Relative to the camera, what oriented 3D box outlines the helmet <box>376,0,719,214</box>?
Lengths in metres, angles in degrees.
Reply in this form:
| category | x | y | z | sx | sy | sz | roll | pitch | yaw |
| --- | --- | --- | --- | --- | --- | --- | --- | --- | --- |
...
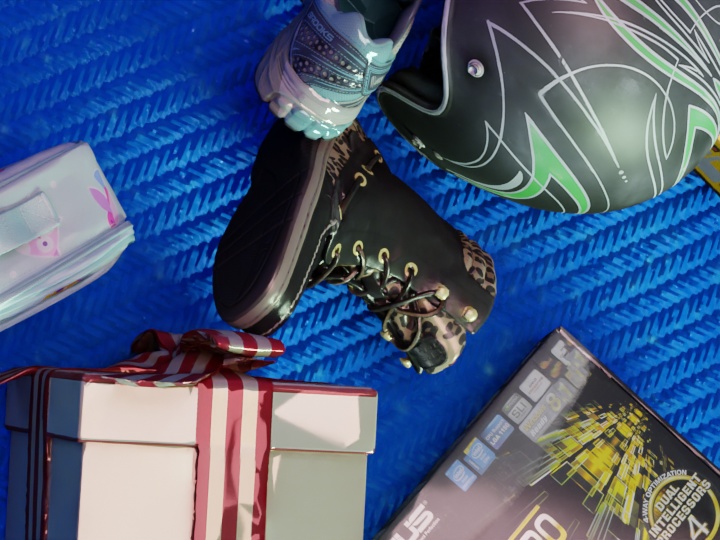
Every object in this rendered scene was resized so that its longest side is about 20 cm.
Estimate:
| category | x | y | z | sx | sy | sz | roll | pitch | yaw |
| --- | --- | --- | --- | --- | --- | --- | --- | --- | --- |
| helmet | 0.117 | -0.126 | 1.616 | 0.199 | 0.190 | 0.201 | 2 | 84 | -26 |

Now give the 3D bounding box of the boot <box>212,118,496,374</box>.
| category | x | y | z | sx | sy | sz | roll | pitch | yaw |
| --- | --- | --- | --- | --- | --- | --- | --- | --- | --- |
| boot | 0.000 | 0.000 | 1.593 | 0.151 | 0.073 | 0.200 | 43 | 29 | -19 |

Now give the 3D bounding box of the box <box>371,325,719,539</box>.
| category | x | y | z | sx | sy | sz | roll | pitch | yaw |
| --- | --- | --- | --- | --- | --- | --- | --- | --- | --- |
| box | 0.108 | 0.159 | 1.662 | 0.161 | 0.049 | 0.200 | 42 | 72 | 1 |

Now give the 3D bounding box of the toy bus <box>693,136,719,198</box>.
| category | x | y | z | sx | sy | sz | roll | pitch | yaw |
| --- | --- | --- | --- | --- | --- | --- | --- | --- | --- |
| toy bus | 0.265 | -0.135 | 1.741 | 0.065 | 0.078 | 0.200 | 43 | 73 | -14 |

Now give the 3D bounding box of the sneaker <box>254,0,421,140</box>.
| category | x | y | z | sx | sy | sz | roll | pitch | yaw |
| --- | --- | --- | --- | --- | --- | --- | --- | --- | --- |
| sneaker | 0.009 | -0.158 | 1.601 | 0.077 | 0.086 | 0.200 | 33 | 42 | -17 |

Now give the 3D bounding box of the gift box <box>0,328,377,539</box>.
| category | x | y | z | sx | sy | sz | roll | pitch | yaw |
| --- | --- | --- | --- | --- | --- | --- | --- | --- | --- |
| gift box | -0.106 | 0.124 | 1.521 | 0.199 | 0.184 | 0.188 | 5 | 87 | -25 |

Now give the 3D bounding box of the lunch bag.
| category | x | y | z | sx | sy | sz | roll | pitch | yaw |
| --- | --- | --- | --- | --- | --- | --- | --- | --- | --- |
| lunch bag | -0.221 | 0.007 | 1.492 | 0.200 | 0.160 | 0.077 | -30 | 98 | -22 |
